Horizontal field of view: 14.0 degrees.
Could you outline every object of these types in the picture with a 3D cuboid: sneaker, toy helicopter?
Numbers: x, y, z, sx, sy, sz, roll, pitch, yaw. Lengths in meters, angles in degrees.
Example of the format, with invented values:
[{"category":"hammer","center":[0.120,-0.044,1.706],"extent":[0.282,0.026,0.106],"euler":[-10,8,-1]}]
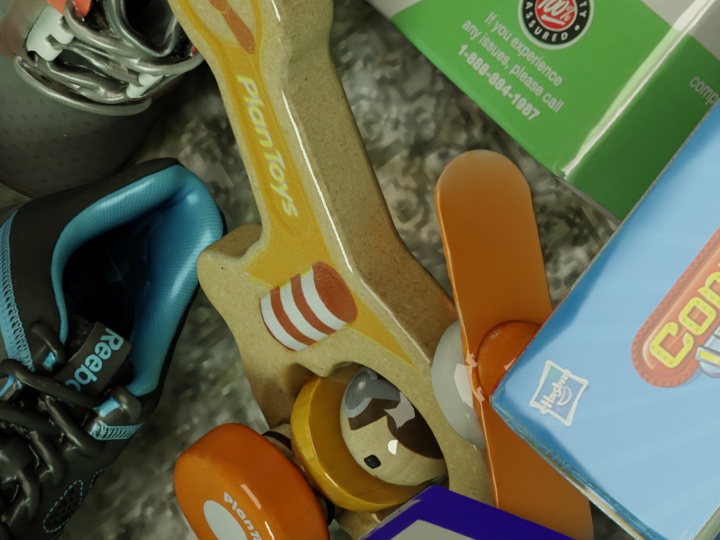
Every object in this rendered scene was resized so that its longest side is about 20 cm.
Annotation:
[{"category":"sneaker","center":[-0.068,-0.076,0.765],"extent":[0.077,0.200,0.082],"euler":[9,47,-14]},{"category":"sneaker","center":[-0.102,0.043,0.757],"extent":[0.073,0.200,0.082],"euler":[42,139,-20]},{"category":"toy helicopter","center":[0.000,0.000,0.716],"extent":[0.079,0.201,0.132],"euler":[-34,31,-27]}]

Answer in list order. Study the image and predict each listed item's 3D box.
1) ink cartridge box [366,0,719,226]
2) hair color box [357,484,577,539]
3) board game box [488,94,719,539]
[{"category":"ink cartridge box","center":[0.093,-0.121,0.742],"extent":[0.200,0.084,0.146],"euler":[-49,49,7]},{"category":"hair color box","center":[-0.003,0.160,0.658],"extent":[0.065,0.109,0.201],"euler":[19,109,20]},{"category":"board game box","center":[0.134,-0.022,0.682],"extent":[0.056,0.196,0.200],"euler":[39,96,18]}]
